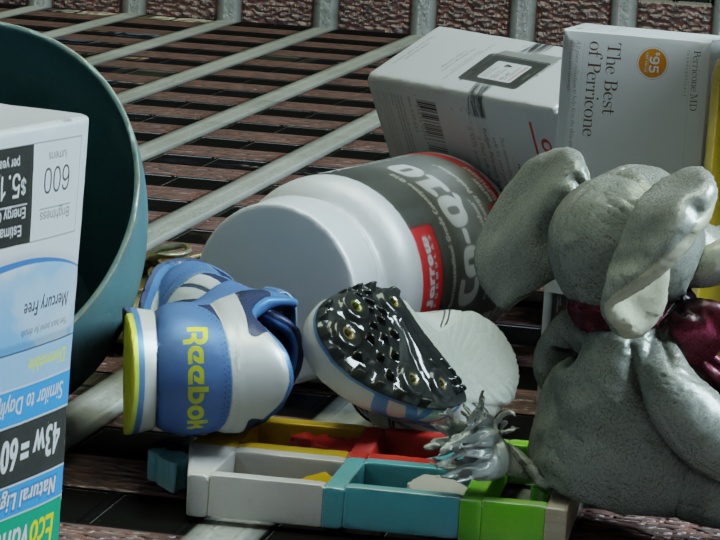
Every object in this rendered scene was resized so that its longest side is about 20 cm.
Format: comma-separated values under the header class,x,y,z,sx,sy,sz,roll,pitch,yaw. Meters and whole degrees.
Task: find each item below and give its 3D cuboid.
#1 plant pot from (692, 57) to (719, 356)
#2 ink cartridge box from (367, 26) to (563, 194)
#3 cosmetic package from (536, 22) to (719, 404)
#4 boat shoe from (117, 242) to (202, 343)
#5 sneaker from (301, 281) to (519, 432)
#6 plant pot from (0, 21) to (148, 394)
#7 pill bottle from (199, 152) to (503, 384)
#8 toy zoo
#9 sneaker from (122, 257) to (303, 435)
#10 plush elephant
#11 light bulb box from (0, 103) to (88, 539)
class,x,y,z,sx,sy,sz,roll,pitch,yaw
plant pot,0.281,0.006,1.521,0.199,0.201,0.176,6,-2,16
ink cartridge box,0.105,-0.064,1.713,0.067,0.116,0.199,-34,31,-31
cosmetic package,0.143,-0.025,1.573,0.082,0.201,0.051,6,9,16
boat shoe,-0.092,0.006,1.717,0.199,0.063,0.073,-5,13,-38
sneaker,0.016,0.051,1.448,0.072,0.072,0.200,-31,-17,17
plant pot,-0.190,-0.001,1.451,0.199,0.201,0.135,5,-27,13
pill bottle,0.000,0.000,1.635,0.113,0.115,0.200,8,11,25
toy zoo,0.000,0.094,1.363,0.199,0.021,0.131,5,9,9
sneaker,-0.066,0.039,1.415,0.082,0.074,0.200,-2,11,2
plush elephant,0.128,0.022,1.320,0.199,0.156,0.165,7,12,-30
light bulb box,-0.199,0.043,1.057,0.124,0.201,0.198,9,11,21
